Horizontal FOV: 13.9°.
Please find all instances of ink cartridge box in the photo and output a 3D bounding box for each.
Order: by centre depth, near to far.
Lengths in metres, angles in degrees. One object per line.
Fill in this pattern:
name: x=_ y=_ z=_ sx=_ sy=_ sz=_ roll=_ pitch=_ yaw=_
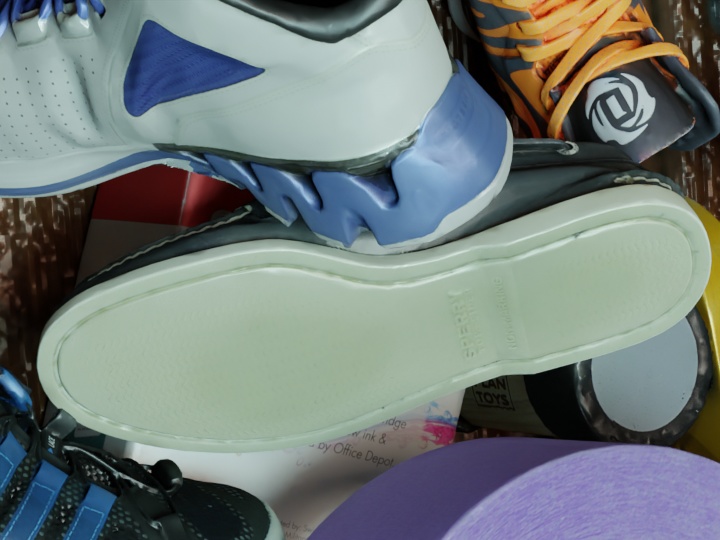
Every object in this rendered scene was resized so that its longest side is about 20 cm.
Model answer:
ink cartridge box: x=-0.032 y=0.035 z=0.941 sx=0.116 sy=0.067 sz=0.201 roll=16 pitch=84 yaw=-31

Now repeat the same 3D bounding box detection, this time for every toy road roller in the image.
toy road roller: x=0.106 y=0.072 z=0.999 sx=0.145 sy=0.123 sz=0.201 roll=-16 pitch=100 yaw=-31

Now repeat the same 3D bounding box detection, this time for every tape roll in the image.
tape roll: x=0.058 y=0.149 z=0.855 sx=0.199 sy=0.066 sz=0.201 roll=0 pitch=89 yaw=-35

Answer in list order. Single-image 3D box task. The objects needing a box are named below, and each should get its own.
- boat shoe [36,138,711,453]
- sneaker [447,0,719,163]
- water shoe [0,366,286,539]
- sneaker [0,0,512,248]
boat shoe: x=0.000 y=-0.002 z=0.879 sx=0.198 sy=0.066 sz=0.075 roll=-15 pitch=127 yaw=-3
sneaker: x=0.068 y=-0.091 z=0.917 sx=0.077 sy=0.112 sz=0.200 roll=-28 pitch=152 yaw=1
water shoe: x=-0.105 y=0.058 z=0.814 sx=0.199 sy=0.071 sz=0.079 roll=1 pitch=104 yaw=-31
sneaker: x=-0.057 y=-0.080 z=0.832 sx=0.081 sy=0.198 sz=0.115 roll=-61 pitch=148 yaw=-37
